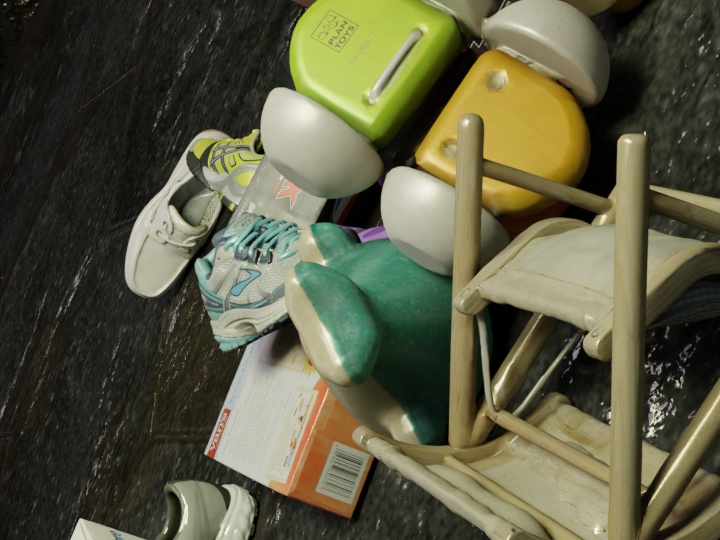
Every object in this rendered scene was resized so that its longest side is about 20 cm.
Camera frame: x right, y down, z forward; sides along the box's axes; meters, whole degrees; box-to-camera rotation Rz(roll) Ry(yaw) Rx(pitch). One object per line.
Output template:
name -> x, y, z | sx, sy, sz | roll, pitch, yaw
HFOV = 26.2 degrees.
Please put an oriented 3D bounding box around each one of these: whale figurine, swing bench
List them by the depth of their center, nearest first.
swing bench -> 0.110, 0.037, 0.773 | 0.199, 0.130, 0.200 | 24, 98, 68
whale figurine -> 0.019, 0.032, 0.934 | 0.104, 0.200, 0.159 | -29, 75, 8

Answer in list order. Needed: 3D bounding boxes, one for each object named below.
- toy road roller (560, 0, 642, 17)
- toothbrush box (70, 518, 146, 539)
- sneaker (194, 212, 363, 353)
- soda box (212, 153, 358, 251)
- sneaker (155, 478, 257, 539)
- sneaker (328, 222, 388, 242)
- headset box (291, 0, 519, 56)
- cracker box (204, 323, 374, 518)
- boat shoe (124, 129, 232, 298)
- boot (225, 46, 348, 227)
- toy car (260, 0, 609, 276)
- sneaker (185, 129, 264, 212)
toy road roller -> 0.168, -0.255, 0.925 | 0.146, 0.123, 0.200 | 23, 90, 57
toothbrush box -> -0.105, 0.260, 0.962 | 0.147, 0.200, 0.085 | -68, 22, 1
sneaker -> -0.067, -0.002, 1.092 | 0.078, 0.086, 0.200 | -28, 0, -34
soda box -> -0.039, -0.076, 1.237 | 0.200, 0.071, 0.063 | -62, -17, 7
sneaker -> -0.147, 0.261, 1.227 | 0.074, 0.079, 0.200 | -22, 51, 59
sneaker -> 0.000, 0.000, 1.121 | 0.200, 0.083, 0.081 | -11, 59, 64
headset box -> 0.017, -0.219, 1.132 | 0.075, 0.200, 0.149 | -61, 22, 19
cracker box -> -0.042, 0.099, 1.160 | 0.200, 0.058, 0.134 | 7, 74, 67
boat shoe -> -0.191, -0.054, 1.639 | 0.200, 0.071, 0.069 | -62, 20, 11
boot -> -0.061, -0.092, 1.361 | 0.163, 0.073, 0.198 | -55, 32, 18
toy car -> 0.048, -0.094, 0.960 | 0.175, 0.200, 0.150 | -56, -12, -8
sneaker -> -0.107, -0.098, 1.502 | 0.076, 0.075, 0.200 | -58, 33, 4
